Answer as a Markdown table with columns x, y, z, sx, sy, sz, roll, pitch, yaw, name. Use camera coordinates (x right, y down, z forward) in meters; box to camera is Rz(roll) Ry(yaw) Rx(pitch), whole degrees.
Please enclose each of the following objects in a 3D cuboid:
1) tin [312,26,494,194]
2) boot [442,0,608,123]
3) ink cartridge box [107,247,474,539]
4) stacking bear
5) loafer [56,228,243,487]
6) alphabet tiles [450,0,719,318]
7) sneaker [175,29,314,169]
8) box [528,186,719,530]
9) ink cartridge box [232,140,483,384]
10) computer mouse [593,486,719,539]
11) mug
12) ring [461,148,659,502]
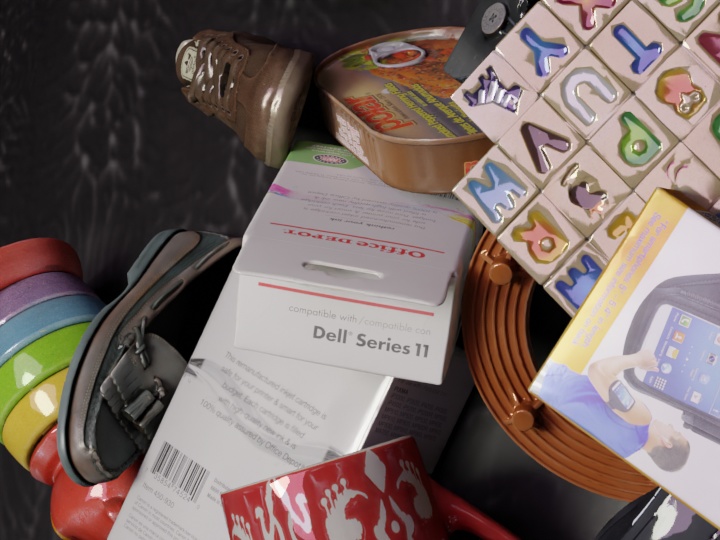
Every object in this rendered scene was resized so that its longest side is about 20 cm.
| x | y | z | sx | sy | sz | roll | pitch | yaw | name |
| --- | --- | --- | --- | --- | --- | --- | --- | --- | --- |
| 0.043 | -0.091 | 1.348 | 0.200 | 0.112 | 0.042 | -132 | 33 | -63 | tin |
| 0.099 | -0.185 | 1.251 | 0.165 | 0.065 | 0.201 | 41 | 113 | 59 | boot |
| -0.038 | 0.105 | 1.394 | 0.147 | 0.083 | 0.201 | 30 | 96 | 39 | ink cartridge box |
| -0.183 | 0.089 | 1.505 | 0.114 | 0.121 | 0.200 | -35 | 65 | 4 | stacking bear |
| -0.121 | 0.045 | 1.445 | 0.063 | 0.072 | 0.200 | -6 | 41 | 28 | loafer |
| 0.145 | -0.051 | 1.170 | 0.166 | 0.006 | 0.200 | -46 | 79 | 13 | alphabet tiles |
| -0.074 | -0.106 | 1.424 | 0.200 | 0.075 | 0.071 | -129 | 54 | -81 | sneaker |
| 0.191 | 0.064 | 1.127 | 0.200 | 0.041 | 0.119 | 36 | 101 | 21 | box |
| 0.000 | 0.000 | 1.289 | 0.117 | 0.200 | 0.068 | 10 | 113 | 6 | ink cartridge box |
| 0.168 | 0.101 | 1.203 | 0.200 | 0.046 | 0.140 | -40 | 96 | 23 | computer mouse |
| 0.022 | 0.192 | 1.271 | 0.133 | 0.177 | 0.201 | -24 | 83 | 56 | mug |
| 0.148 | 0.033 | 1.221 | 0.200 | 0.019 | 0.201 | 6 | 114 | 13 | ring |
